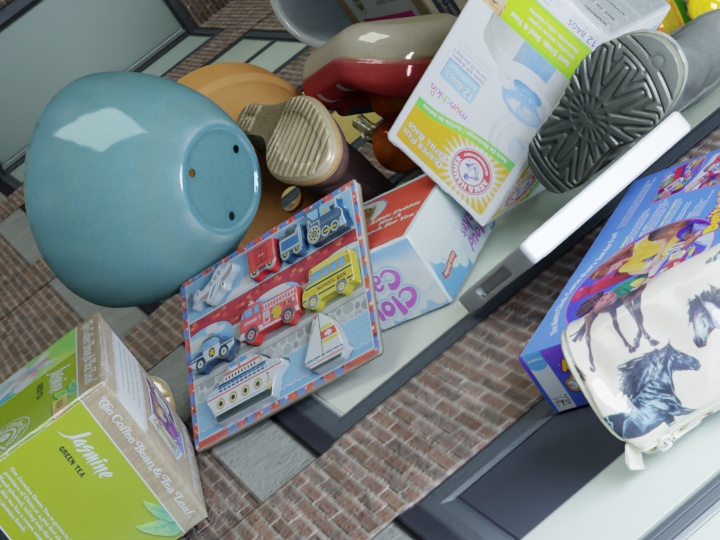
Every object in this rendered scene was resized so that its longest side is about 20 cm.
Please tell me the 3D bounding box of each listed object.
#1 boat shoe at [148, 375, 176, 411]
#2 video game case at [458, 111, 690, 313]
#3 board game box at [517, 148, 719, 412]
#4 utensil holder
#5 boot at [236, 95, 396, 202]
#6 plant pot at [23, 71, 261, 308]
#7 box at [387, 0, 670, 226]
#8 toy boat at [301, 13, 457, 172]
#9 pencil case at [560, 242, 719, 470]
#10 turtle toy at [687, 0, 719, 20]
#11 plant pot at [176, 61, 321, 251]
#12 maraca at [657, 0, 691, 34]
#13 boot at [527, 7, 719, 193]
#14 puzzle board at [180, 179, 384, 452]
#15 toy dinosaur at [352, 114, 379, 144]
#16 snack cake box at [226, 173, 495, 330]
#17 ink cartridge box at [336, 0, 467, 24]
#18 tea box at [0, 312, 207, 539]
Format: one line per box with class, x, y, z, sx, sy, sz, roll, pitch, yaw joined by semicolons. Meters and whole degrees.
boat shoe;-0.233;0.157;1.597;0.199;0.074;0.069;-34;4;4
video game case;0.143;-0.036;1.324;0.143;0.018;0.200;-40;-2;-14
board game box;0.197;-0.004;1.189;0.134;0.045;0.200;-21;22;43
utensil holder;-0.020;-0.403;2.536;0.169;0.171;0.200;-29;16;23
boot;-0.007;-0.084;1.623;0.073;0.165;0.200;-61;26;2
plant pot;-0.161;-0.072;1.597;0.134;0.201;0.200;-4;34;42
box;0.125;-0.149;1.458;0.101;0.112;0.201;-30;-21;-49
toy boat;0.030;-0.154;1.732;0.129;0.132;0.200;-10;-3;-19
pencil case;0.210;0.026;1.024;0.199;0.090;0.078;-30;-11;20
turtle toy;0.339;-0.285;1.575;0.198;0.102;0.146;-17;22;22
plant pot;-0.096;-0.083;1.785;0.200;0.201;0.140;-40;32;-16
maraca;0.213;-0.198;1.572;0.200;0.137;0.107;-45;-10;-51
boot;0.225;-0.143;1.386;0.199;0.073;0.182;-26;-8;-36
puzzle board;-0.068;0.036;1.496;0.199;0.017;0.152;-30;53;33
toy dinosaur;0.068;-0.139;1.834;0.102;0.058;0.200;-62;30;-4
snack cake box;0.000;0.000;1.543;0.199;0.067;0.115;-24;19;36
ink cartridge box;0.069;-0.250;1.925;0.075;0.165;0.200;-41;16;-15
tea box;-0.234;0.161;1.451;0.196;0.134;0.200;-36;16;0
